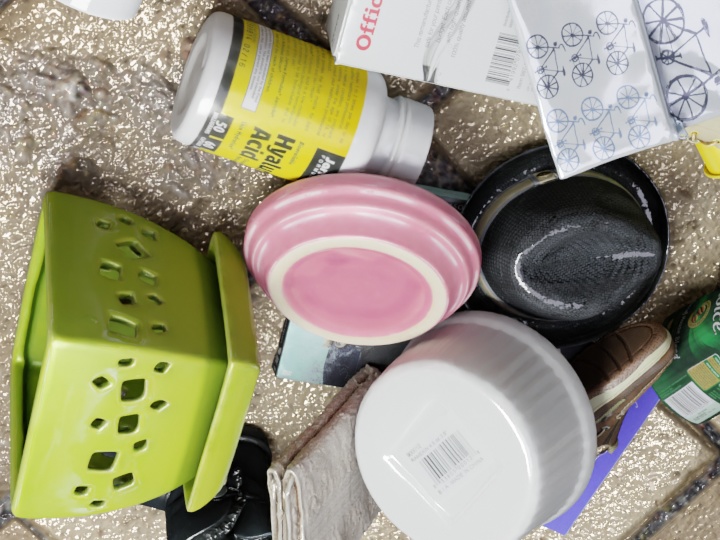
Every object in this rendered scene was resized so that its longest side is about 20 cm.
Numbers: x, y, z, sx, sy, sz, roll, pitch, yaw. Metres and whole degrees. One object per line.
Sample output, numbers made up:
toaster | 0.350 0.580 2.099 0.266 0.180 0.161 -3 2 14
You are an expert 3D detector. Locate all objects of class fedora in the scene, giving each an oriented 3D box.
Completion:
fedora | 0.183 -0.013 1.745 0.199 0.092 0.202 -3 103 -14

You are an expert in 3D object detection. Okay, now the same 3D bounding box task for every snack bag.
snack bag | 0.222 -0.190 1.613 0.199 0.021 0.190 -18 100 -3

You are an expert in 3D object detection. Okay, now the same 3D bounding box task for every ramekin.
ramekin | 0.092 0.145 1.741 0.199 0.098 0.202 13 115 28

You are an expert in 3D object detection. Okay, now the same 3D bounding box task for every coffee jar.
coffee jar | 0.341 0.049 1.766 0.085 0.105 0.200 40 137 -12

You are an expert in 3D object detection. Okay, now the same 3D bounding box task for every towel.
towel | -0.022 0.181 1.765 0.034 0.200 0.133 9 119 23

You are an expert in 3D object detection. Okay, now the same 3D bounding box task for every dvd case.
dvd case | 0.014 0.015 1.799 0.145 0.022 0.201 10 113 -12

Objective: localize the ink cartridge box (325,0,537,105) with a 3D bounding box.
ink cartridge box | 0.085 -0.227 1.656 0.198 0.084 0.146 11 114 -12

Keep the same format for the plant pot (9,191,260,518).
plant pot | -0.188 0.077 1.697 0.180 0.200 0.201 7 127 -16

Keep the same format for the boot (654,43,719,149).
boot | 0.289 -0.108 1.681 0.154 0.073 0.202 -3 108 -7

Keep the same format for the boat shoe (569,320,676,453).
boat shoe | 0.203 0.124 1.806 0.202 0.075 0.075 -37 115 21

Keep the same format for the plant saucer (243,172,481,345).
plant saucer | 0.000 0.000 1.701 0.199 0.051 0.201 5 144 4

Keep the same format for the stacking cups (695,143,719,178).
stacking cups | 0.276 -0.176 1.727 0.060 0.061 0.201 -28 111 7

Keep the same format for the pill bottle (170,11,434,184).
pill bottle | -0.045 -0.128 1.673 0.199 0.111 0.112 18 112 -15

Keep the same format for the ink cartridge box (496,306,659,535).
ink cartridge box | 0.161 0.139 1.866 0.199 0.043 0.199 25 109 -18

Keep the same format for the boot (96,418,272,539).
boot | -0.165 0.201 1.783 0.198 0.168 0.077 2 119 -8

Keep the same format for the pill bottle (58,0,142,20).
pill bottle | -0.178 -0.301 1.570 0.113 0.114 0.201 20 111 -16
